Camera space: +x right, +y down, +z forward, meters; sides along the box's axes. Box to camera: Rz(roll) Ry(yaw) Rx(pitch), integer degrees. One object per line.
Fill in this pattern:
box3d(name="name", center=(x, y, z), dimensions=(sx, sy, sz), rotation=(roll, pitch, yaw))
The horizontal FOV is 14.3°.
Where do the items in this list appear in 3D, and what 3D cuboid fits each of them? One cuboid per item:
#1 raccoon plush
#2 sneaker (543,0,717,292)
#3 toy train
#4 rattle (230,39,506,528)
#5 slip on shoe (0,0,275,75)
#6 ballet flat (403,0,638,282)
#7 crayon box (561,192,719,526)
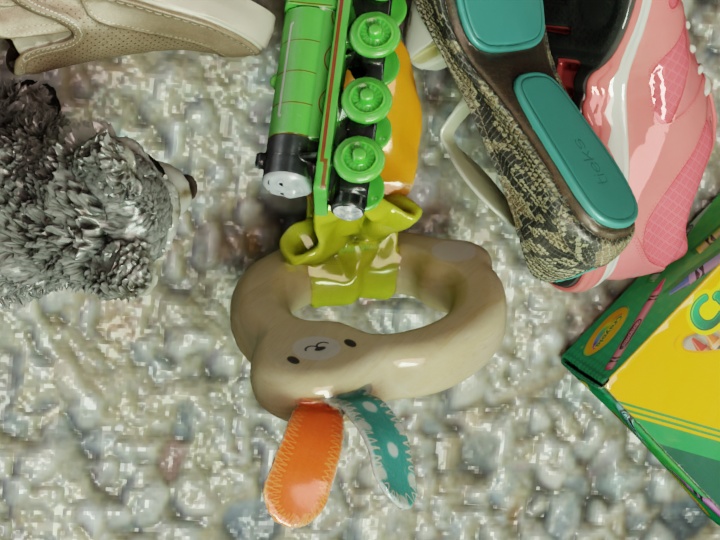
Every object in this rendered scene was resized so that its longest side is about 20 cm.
box3d(name="raccoon plush", center=(-0.167, -0.004, 1.230), dimensions=(0.200, 0.134, 0.097), rotation=(-32, 109, -9))
box3d(name="sneaker", center=(0.130, -0.090, 1.355), dimensions=(0.087, 0.074, 0.200), rotation=(-1, 104, -34))
box3d(name="toy train", center=(-0.008, -0.115, 1.260), dimensions=(0.056, 0.042, 0.200), rotation=(6, 66, 3))
box3d(name="rattle", center=(0.000, 0.000, 1.243), dimensions=(0.130, 0.200, 0.143), rotation=(23, 119, 7))
box3d(name="slip on shoe", center=(-0.138, -0.113, 1.247), dimensions=(0.200, 0.076, 0.061), rotation=(13, 90, -17))
box3d(name="ballet flat", center=(0.060, -0.085, 1.311), dimensions=(0.068, 0.075, 0.200), rotation=(-8, 71, -46))
box3d(name="crayon box", center=(0.210, 0.018, 1.399), dimensions=(0.200, 0.058, 0.119), rotation=(-46, 111, -4))
